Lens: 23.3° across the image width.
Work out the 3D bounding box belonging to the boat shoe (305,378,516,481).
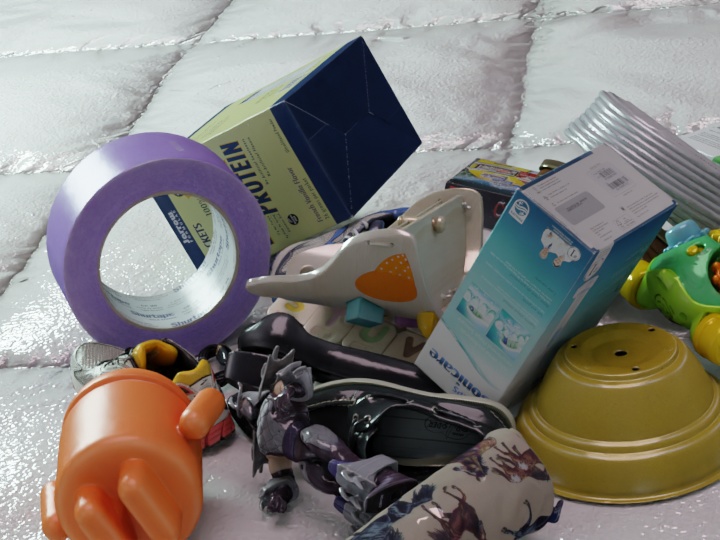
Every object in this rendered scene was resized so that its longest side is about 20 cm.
[{"bbox_3d":[0.022,0.134,1.386,0.198,0.075,0.066,6,17,12],"label":"boat shoe"}]

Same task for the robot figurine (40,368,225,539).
[{"bbox_3d":[-0.178,0.150,1.364,0.116,0.145,0.200,17,20,-14],"label":"robot figurine"}]

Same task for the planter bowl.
[{"bbox_3d":[0.210,0.098,1.394,0.199,0.084,0.201,-7,25,3],"label":"planter bowl"}]

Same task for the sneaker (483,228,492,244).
[{"bbox_3d":[0.145,0.001,1.660,0.199,0.075,0.087,23,26,38],"label":"sneaker"}]

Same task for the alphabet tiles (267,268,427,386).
[{"bbox_3d":[0.020,0.048,1.565,0.199,0.015,0.196,21,47,23],"label":"alphabet tiles"}]

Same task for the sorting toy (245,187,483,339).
[{"bbox_3d":[0.000,0.000,1.533,0.179,0.108,0.200,-2,12,21],"label":"sorting toy"}]

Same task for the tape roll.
[{"bbox_3d":[-0.189,-0.022,1.636,0.198,0.201,0.085,-15,26,-15],"label":"tape roll"}]

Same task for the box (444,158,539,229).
[{"bbox_3d":[0.190,-0.060,1.709,0.198,0.038,0.137,14,17,14],"label":"box"}]

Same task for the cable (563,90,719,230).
[{"bbox_3d":[0.285,-0.091,1.619,0.199,0.069,0.200,32,11,-22],"label":"cable"}]

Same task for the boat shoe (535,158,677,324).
[{"bbox_3d":[0.232,-0.026,1.583,0.199,0.072,0.068,35,86,18],"label":"boat shoe"}]

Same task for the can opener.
[{"bbox_3d":[-0.015,0.086,1.485,0.198,0.079,0.063,12,-12,5],"label":"can opener"}]

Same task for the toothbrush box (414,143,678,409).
[{"bbox_3d":[0.151,0.012,1.430,0.085,0.201,0.146,41,38,18],"label":"toothbrush box"}]

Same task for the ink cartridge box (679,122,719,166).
[{"bbox_3d":[0.434,-0.104,1.756,0.199,0.085,0.146,-20,27,-24],"label":"ink cartridge box"}]

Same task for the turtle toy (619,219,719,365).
[{"bbox_3d":[0.323,0.019,1.471,0.199,0.102,0.146,15,16,-35],"label":"turtle toy"}]

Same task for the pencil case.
[{"bbox_3d":[0.056,0.195,1.231,0.077,0.090,0.199,9,31,45],"label":"pencil case"}]

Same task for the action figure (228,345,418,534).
[{"bbox_3d":[-0.037,0.139,1.342,0.069,0.131,0.199,-26,41,-35],"label":"action figure"}]

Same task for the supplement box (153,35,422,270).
[{"bbox_3d":[-0.079,-0.115,1.798,0.199,0.135,0.200,-23,14,33],"label":"supplement box"}]

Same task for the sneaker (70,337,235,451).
[{"bbox_3d":[-0.185,0.090,1.534,0.199,0.083,0.078,15,34,42],"label":"sneaker"}]

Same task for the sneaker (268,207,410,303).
[{"bbox_3d":[-0.010,-0.015,1.678,0.085,0.077,0.200,-27,6,46],"label":"sneaker"}]

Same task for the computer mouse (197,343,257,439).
[{"bbox_3d":[-0.102,0.100,1.545,0.058,0.034,0.200,-19,26,-20],"label":"computer mouse"}]
